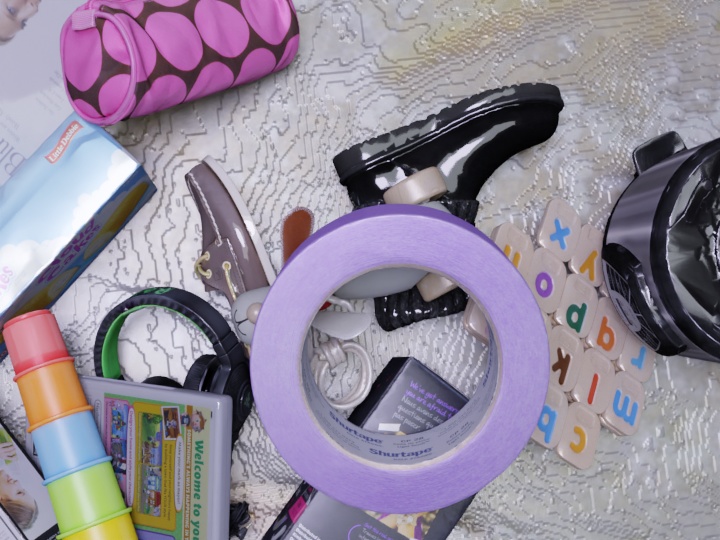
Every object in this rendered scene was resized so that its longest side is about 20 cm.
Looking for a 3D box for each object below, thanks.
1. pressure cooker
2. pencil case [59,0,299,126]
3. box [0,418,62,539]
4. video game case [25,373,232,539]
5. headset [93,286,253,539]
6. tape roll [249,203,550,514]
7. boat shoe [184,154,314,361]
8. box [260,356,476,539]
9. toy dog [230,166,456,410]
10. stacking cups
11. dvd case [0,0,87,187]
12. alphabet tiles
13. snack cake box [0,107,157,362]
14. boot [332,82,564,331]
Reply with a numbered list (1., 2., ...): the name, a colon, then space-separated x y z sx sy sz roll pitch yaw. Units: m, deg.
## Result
1. pressure cooker: 0.286 -0.011 0.812 0.176 0.200 0.178 18 89 -2
2. pencil case: -0.137 -0.180 0.793 0.090 0.199 0.095 13 119 31
3. box: -0.312 0.169 0.781 0.116 0.060 0.201 -41 86 21
4. video game case: -0.180 0.185 0.784 0.180 0.022 0.203 4 95 24
5. headset: -0.138 0.114 0.796 0.122 0.094 0.202 -21 101 24
6. tape roll: 0.026 0.058 0.702 0.197 0.066 0.203 0 100 1
7. boat shoe: -0.099 0.007 0.838 0.059 0.072 0.202 -26 94 -10
8. box: 0.014 0.177 0.809 0.106 0.122 0.201 37 83 -1
9. toy dog: 0.000 0.000 0.764 0.132 0.096 0.200 43 85 7
10. stacking cups: -0.210 0.128 0.756 0.060 0.061 0.203 -18 80 -7
11. dvd case: -0.279 -0.174 0.857 0.142 0.018 0.201 40 83 -3
12. alphabet tiles: 0.168 0.050 0.841 0.199 0.015 0.198 34 63 -26
13. snack cake box: -0.253 -0.021 0.800 0.067 0.115 0.200 42 83 -1
14. boot: 0.091 -0.051 0.854 0.209 0.079 0.160 -21 82 3
